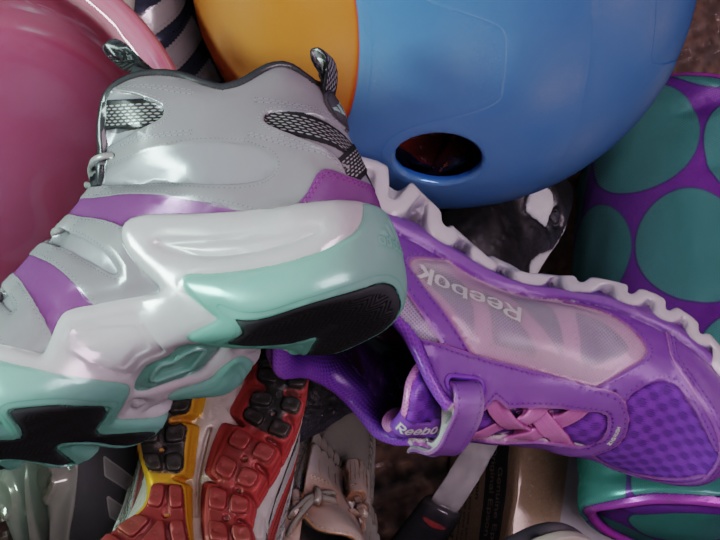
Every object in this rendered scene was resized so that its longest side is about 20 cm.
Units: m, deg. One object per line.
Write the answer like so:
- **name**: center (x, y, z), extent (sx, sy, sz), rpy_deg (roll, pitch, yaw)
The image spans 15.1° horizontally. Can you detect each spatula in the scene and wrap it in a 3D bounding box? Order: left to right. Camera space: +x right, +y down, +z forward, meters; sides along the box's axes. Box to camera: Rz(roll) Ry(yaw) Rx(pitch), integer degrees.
- **spatula**: center (0.042, 0.082, 1.108), extent (0.056, 0.200, 0.021), rpy_deg (27, 35, -6)

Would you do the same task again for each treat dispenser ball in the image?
- **treat dispenser ball**: center (0.032, -0.125, 1.057), extent (0.200, 0.201, 0.202), rpy_deg (1, 87, -22)

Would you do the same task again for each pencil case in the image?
- **pencil case**: center (0.134, 0.019, 1.124), extent (0.092, 0.085, 0.201), rpy_deg (7, 63, -9)

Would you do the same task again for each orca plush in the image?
- **orca plush**: center (0.000, 0.000, 1.117), extent (0.199, 0.105, 0.071), rpy_deg (-29, 128, -6)

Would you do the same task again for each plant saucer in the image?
- **plant saucer**: center (-0.151, -0.023, 1.047), extent (0.200, 0.051, 0.201), rpy_deg (-3, 80, 15)

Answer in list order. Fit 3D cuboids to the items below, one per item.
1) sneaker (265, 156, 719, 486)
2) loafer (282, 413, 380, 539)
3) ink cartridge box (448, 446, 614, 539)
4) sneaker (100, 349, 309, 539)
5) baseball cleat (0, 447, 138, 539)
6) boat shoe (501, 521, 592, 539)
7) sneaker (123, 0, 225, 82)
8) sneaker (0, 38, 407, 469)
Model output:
- **sneaker**: center (0.046, 0.038, 1.005), extent (0.200, 0.081, 0.089), rpy_deg (25, 41, -4)
- **loafer**: center (-0.021, 0.129, 1.088), extent (0.072, 0.063, 0.200), rpy_deg (51, 42, -29)
- **ink cartridge box**: center (0.133, 0.151, 1.185), extent (0.199, 0.075, 0.166), rpy_deg (9, 83, -22)
- **sneaker**: center (-0.061, 0.112, 1.030), extent (0.078, 0.082, 0.201), rpy_deg (16, 69, 7)
- **baseball cleat**: center (-0.094, 0.111, 1.108), extent (0.106, 0.070, 0.201), rpy_deg (-9, 96, -36)
- **boat shoe**: center (0.016, 0.163, 1.100), extent (0.073, 0.063, 0.200), rpy_deg (34, 107, -32)
- **sneaker**: center (-0.079, -0.086, 1.115), extent (0.084, 0.075, 0.201), rpy_deg (0, 94, -28)
- **sneaker**: center (-0.087, -0.017, 0.971), extent (0.199, 0.078, 0.140), rpy_deg (-20, 66, 13)
